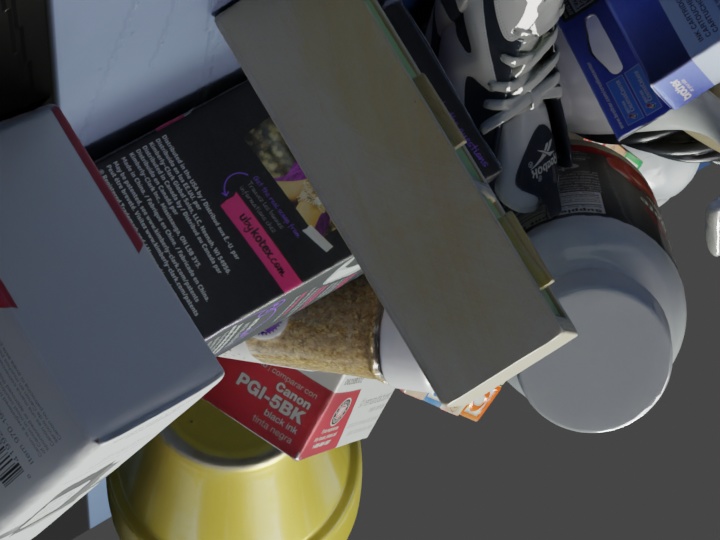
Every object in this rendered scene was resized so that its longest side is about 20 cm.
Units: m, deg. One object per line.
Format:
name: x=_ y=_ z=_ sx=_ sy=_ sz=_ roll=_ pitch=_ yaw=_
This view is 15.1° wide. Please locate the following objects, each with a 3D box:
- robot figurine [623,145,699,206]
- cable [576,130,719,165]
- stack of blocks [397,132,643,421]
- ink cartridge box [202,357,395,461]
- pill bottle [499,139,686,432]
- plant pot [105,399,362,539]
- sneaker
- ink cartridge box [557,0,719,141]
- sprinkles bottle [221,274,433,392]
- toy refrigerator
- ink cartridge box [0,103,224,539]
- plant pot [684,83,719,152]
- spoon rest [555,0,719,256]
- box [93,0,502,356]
robot figurine: x=0.165 y=-0.081 z=1.942 sx=0.169 sy=0.113 sz=0.200 roll=-18 pitch=166 yaw=-48
cable: x=0.168 y=-0.108 z=1.615 sx=0.200 sy=0.163 sz=0.051 roll=-23 pitch=142 yaw=-47
stack of blocks: x=0.089 y=-0.010 z=1.705 sx=0.200 sy=0.059 sz=0.115 roll=-54 pitch=152 yaw=6
ink cartridge box: x=0.000 y=0.000 z=1.584 sx=0.201 sy=0.083 sz=0.147 roll=-60 pitch=167 yaw=11
pill bottle: x=0.118 y=0.010 z=1.476 sx=0.110 sy=0.111 sz=0.200 roll=-32 pitch=-162 yaw=12
plant pot: x=-0.094 y=0.127 z=2.046 sx=0.200 sy=0.201 sz=0.189 roll=-29 pitch=159 yaw=-16
sneaker: x=0.085 y=-0.097 z=1.411 sx=0.079 sy=0.130 sz=0.199 roll=-25 pitch=171 yaw=-45
ink cartridge box: x=0.186 y=-0.167 z=1.389 sx=0.199 sy=0.120 sz=0.042 roll=-34 pitch=147 yaw=16
sprinkles bottle: x=-0.045 y=0.019 z=1.485 sx=0.199 sy=0.069 sz=0.068 roll=8 pitch=-173 yaw=20
toy refrigerator: x=0.020 y=-0.042 z=1.216 sx=0.070 sy=0.201 sz=0.076 roll=-31 pitch=173 yaw=7
ink cartridge box: x=-0.171 y=0.041 z=1.213 sx=0.083 sy=0.146 sz=0.200 roll=-28 pitch=173 yaw=-41
plant pot: x=0.215 y=-0.148 z=1.508 sx=0.134 sy=0.202 sz=0.200 roll=4 pitch=-175 yaw=18
spoon rest: x=0.143 y=-0.090 z=1.465 sx=0.060 sy=0.200 sz=0.100 roll=-34 pitch=147 yaw=-19
box: x=-0.049 y=-0.034 z=1.374 sx=0.199 sy=0.106 sz=0.122 roll=-29 pitch=175 yaw=-22
